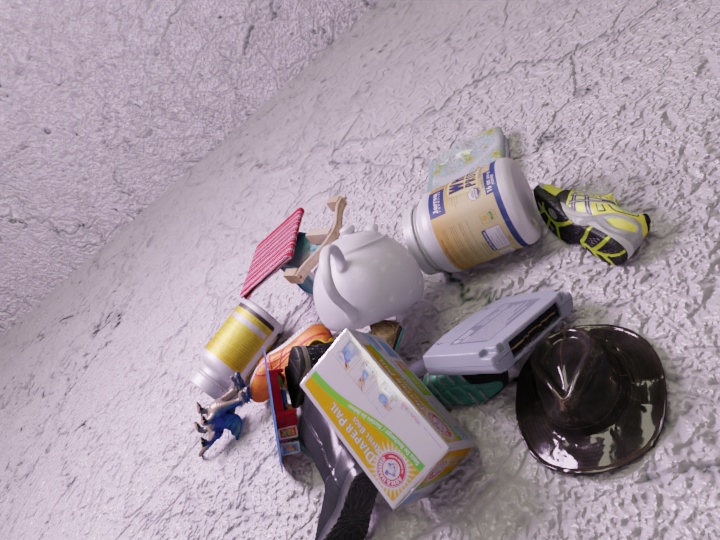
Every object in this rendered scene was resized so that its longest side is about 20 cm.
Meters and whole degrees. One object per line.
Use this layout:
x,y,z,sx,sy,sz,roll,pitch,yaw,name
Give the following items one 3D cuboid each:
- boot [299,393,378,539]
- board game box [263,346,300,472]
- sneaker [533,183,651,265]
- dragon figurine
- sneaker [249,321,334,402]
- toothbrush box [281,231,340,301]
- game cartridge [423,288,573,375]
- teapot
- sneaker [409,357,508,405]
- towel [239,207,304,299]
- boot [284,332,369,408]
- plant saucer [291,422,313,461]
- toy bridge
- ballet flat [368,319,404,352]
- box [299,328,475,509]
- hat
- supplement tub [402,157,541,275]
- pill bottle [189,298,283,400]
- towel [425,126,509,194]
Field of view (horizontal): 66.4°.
-0.051,0.286,0.783,0.200,0.065,0.167,39,107,57,boot
-0.127,0.223,0.906,0.038,0.204,0.158,-8,-4,-12,board game box
0.337,-0.081,0.816,0.076,0.076,0.200,-36,42,-3,sneaker
-0.258,0.286,1.040,0.059,0.098,0.203,46,133,47,dragon figurine
-0.132,0.181,1.033,0.200,0.073,0.077,-45,44,6,sneaker
-0.059,0.007,1.079,0.199,0.147,0.086,12,61,52,toothbrush box
0.180,0.082,0.732,0.199,0.041,0.132,-27,11,-38,game cartridge
0.000,0.000,0.885,0.195,0.148,0.199,-24,9,-22,teapot
0.117,0.146,0.789,0.198,0.075,0.088,-23,32,31,sneaker
-0.170,-0.038,1.094,0.144,0.022,0.201,-39,24,22,towel
-0.048,0.171,0.937,0.151,0.204,0.074,-11,64,-18,boot
-0.048,0.278,0.871,0.070,0.019,0.199,-52,32,-14,plant saucer
-0.069,-0.063,1.008,0.067,0.027,0.202,-3,49,43,toy bridge
0.009,0.168,0.833,0.064,0.071,0.203,17,69,7,ballet flat
0.034,0.185,0.709,0.102,0.112,0.200,-49,62,10,box
0.253,0.127,0.645,0.199,0.081,0.202,-28,35,22,hat
0.182,-0.083,0.912,0.198,0.145,0.146,-23,37,30,supplement tub
-0.262,0.169,1.151,0.111,0.111,0.201,13,62,54,pill bottle
0.213,-0.193,1.099,0.169,0.048,0.202,-23,37,31,towel
